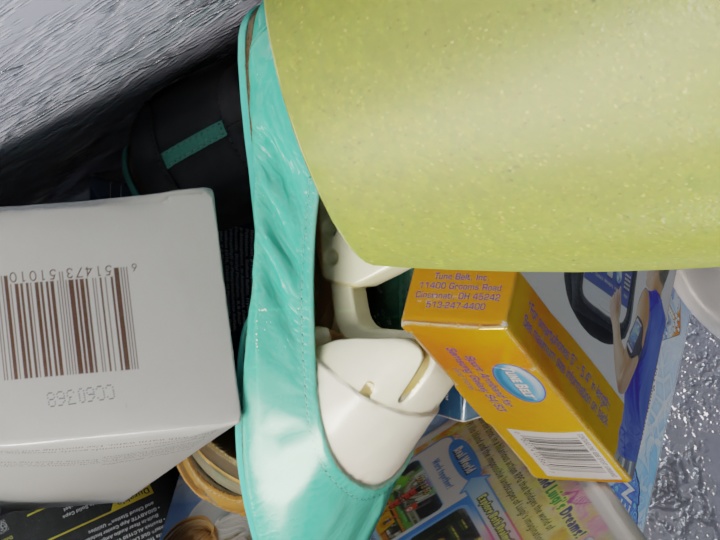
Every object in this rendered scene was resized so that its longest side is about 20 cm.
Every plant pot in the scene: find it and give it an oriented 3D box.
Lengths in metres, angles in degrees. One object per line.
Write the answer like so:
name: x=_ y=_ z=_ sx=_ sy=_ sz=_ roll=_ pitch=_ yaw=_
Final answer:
plant pot: x=0.082 y=-0.073 z=0.797 sx=0.200 sy=0.188 sz=0.187 roll=-18 pitch=-179 yaw=12

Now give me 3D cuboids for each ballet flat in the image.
ballet flat: x=-0.001 y=0.006 z=0.909 sx=0.070 sy=0.201 sz=0.067 roll=-2 pitch=179 yaw=38
ballet flat: x=-0.003 y=-0.062 z=1.024 sx=0.073 sy=0.073 sz=0.200 roll=-34 pitch=175 yaw=36

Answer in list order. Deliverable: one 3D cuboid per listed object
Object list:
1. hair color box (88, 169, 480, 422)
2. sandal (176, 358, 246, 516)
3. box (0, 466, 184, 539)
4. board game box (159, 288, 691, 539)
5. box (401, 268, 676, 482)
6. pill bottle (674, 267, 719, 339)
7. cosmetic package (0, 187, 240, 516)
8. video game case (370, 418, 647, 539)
hair color box: x=0.000 y=0.000 z=1.052 sx=0.100 sy=0.061 sz=0.200 roll=-13 pitch=-162 yaw=-42
sandal: x=-0.042 y=0.059 z=1.049 sx=0.080 sy=0.054 sz=0.200 roll=2 pitch=-170 yaw=-18
box: x=-0.166 y=0.113 z=1.153 sx=0.200 sy=0.160 sz=0.049 roll=-25 pitch=-151 yaw=-2
board game box: x=0.019 y=0.075 z=1.094 sx=0.200 sy=0.043 sz=0.199 roll=-6 pitch=-125 yaw=36
box: x=0.073 y=-0.045 z=0.933 sx=0.041 sy=0.200 sz=0.119 roll=4 pitch=155 yaw=28
pill bottle: x=0.187 y=-0.037 z=1.088 sx=0.120 sy=0.120 sz=0.200 roll=-33 pitch=179 yaw=20
cosmetic package: x=-0.117 y=0.035 z=0.973 sx=0.113 sy=0.081 sz=0.200 roll=-4 pitch=171 yaw=-18
video game case: x=0.009 y=0.124 z=0.947 sx=0.182 sy=0.024 sz=0.200 roll=-32 pitch=-158 yaw=1
